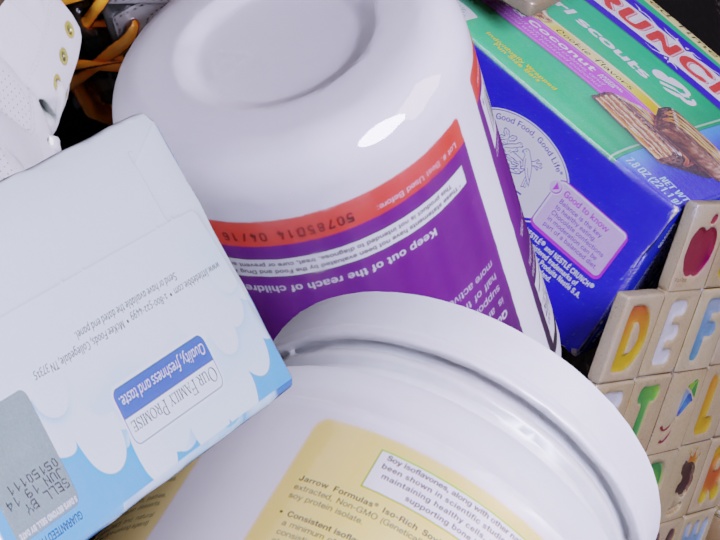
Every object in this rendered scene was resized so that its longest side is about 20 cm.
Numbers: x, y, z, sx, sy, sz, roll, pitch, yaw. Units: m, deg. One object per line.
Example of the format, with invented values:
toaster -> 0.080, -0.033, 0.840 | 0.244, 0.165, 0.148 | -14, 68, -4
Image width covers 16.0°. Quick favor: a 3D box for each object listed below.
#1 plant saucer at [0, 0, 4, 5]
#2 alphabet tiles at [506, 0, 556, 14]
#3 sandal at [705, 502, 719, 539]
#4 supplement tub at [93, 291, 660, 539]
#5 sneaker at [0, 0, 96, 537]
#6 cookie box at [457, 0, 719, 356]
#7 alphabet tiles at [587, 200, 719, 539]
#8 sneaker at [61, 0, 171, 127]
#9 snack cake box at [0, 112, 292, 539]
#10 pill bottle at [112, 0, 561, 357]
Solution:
plant saucer -> -0.166, -0.127, 0.617 | 0.200, 0.200, 0.029 | 59, -5, -8
alphabet tiles -> 0.006, -0.165, 0.991 | 0.200, 0.006, 0.166 | 36, 31, 14
sandal -> 0.180, 0.151, 1.083 | 0.078, 0.070, 0.212 | 21, 50, -52
supplement tub -> -0.014, 0.117, 0.661 | 0.145, 0.145, 0.200 | 51, 49, -22
sneaker -> -0.097, -0.023, 0.760 | 0.200, 0.074, 0.116 | 54, 33, -15
cookie box -> 0.079, -0.062, 1.022 | 0.171, 0.075, 0.200 | 41, 24, 15
alphabet tiles -> 0.112, 0.067, 0.963 | 0.166, 0.006, 0.200 | -2, 113, -59
sneaker -> -0.081, -0.092, 0.846 | 0.200, 0.078, 0.077 | 40, 49, -32
snack cake box -> -0.127, 0.048, 0.517 | 0.067, 0.200, 0.115 | 62, 29, -5
pill bottle -> 0.000, 0.000, 0.826 | 0.113, 0.112, 0.200 | -84, 161, -45
